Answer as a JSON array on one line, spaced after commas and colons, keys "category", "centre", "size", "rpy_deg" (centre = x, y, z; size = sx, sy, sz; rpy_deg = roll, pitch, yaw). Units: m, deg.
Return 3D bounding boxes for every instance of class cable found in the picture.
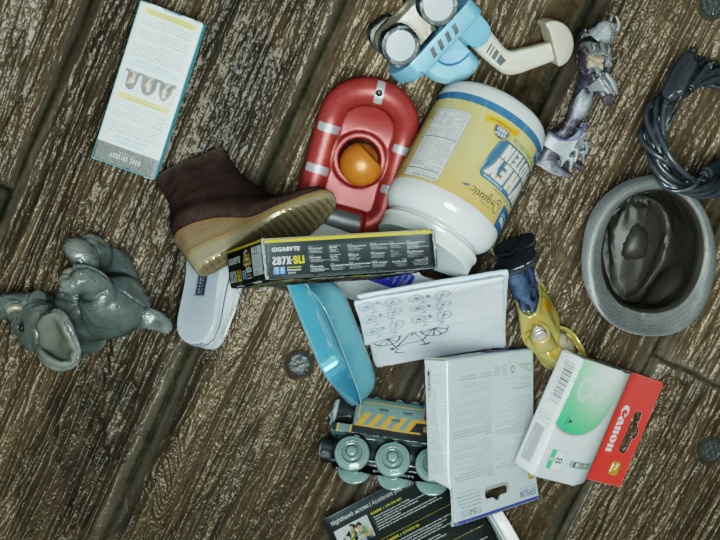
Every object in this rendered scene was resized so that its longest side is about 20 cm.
[{"category": "cable", "centre": [0.427, -0.170, 1.338], "size": [0.163, 0.051, 0.201], "rpy_deg": [39, 66, -22]}]

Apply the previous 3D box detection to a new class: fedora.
[{"category": "fedora", "centre": [0.359, -0.020, 1.366], "size": [0.175, 0.090, 0.202], "rpy_deg": [-1, 92, -5]}]

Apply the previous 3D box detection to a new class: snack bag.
[{"category": "snack bag", "centre": [0.092, 0.068, 1.334], "size": [0.187, 0.200, 0.022], "rpy_deg": [-10, 59, 1]}]

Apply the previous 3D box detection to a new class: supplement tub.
[{"category": "supplement tub", "centre": [0.120, -0.109, 1.284], "size": [0.144, 0.145, 0.201], "rpy_deg": [30, 78, -8]}]

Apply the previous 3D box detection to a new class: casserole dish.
[{"category": "casserole dish", "centre": [-0.034, 0.080, 1.341], "size": [0.039, 0.121, 0.201], "rpy_deg": [-31, 120, -18]}]

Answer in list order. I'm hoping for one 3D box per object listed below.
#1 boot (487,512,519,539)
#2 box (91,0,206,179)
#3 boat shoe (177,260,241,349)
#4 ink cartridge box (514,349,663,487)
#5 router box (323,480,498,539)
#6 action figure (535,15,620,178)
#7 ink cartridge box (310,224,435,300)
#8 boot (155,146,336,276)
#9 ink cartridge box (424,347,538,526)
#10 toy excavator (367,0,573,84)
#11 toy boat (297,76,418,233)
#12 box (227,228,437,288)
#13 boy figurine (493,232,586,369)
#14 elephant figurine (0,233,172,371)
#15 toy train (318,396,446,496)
[{"category": "boot", "centre": [0.185, 0.413, 1.443], "size": [0.090, 0.073, 0.201], "rpy_deg": [-25, 101, -4]}, {"category": "box", "centre": [-0.260, -0.221, 1.315], "size": [0.082, 0.049, 0.201], "rpy_deg": [19, 99, -6]}, {"category": "boat shoe", "centre": [-0.181, 0.001, 1.352], "size": [0.073, 0.065, 0.201], "rpy_deg": [12, 79, 23]}, {"category": "ink cartridge box", "centre": [0.312, 0.203, 1.383], "size": [0.199, 0.050, 0.162], "rpy_deg": [19, 96, -30]}, {"category": "router box", "centre": [0.070, 0.352, 1.402], "size": [0.199, 0.051, 0.150], "rpy_deg": [-27, 66, 2]}, {"category": "action figure", "centre": [0.278, -0.218, 1.314], "size": [0.069, 0.130, 0.201], "rpy_deg": [20, 115, 6]}, {"category": "ink cartridge box", "centre": [0.000, 0.000, 1.351], "size": [0.199, 0.037, 0.095], "rpy_deg": [20, 142, -5]}, {"category": "boot", "centre": [-0.144, -0.096, 1.298], "size": [0.199, 0.073, 0.167], "rpy_deg": [-24, 56, -2]}, {"category": "ink cartridge box", "centre": [0.154, 0.203, 1.343], "size": [0.040, 0.199, 0.202], "rpy_deg": [-3, 88, 41]}, {"category": "toy excavator", "centre": [0.136, -0.280, 1.315], "size": [0.194, 0.100, 0.200], "rpy_deg": [-45, 113, 7]}, {"category": "toy boat", "centre": [0.000, -0.136, 1.304], "size": [0.130, 0.131, 0.201], "rpy_deg": [14, 100, -6]}, {"category": "box", "centre": [-0.036, -0.012, 1.200], "size": [0.198, 0.160, 0.050], "rpy_deg": [-4, 85, -20]}, {"category": "boy figurine", "centre": [0.230, 0.056, 1.360], "size": [0.064, 0.125, 0.201], "rpy_deg": [-20, 118, 18]}, {"category": "elephant figurine", "centre": [-0.369, 0.061, 1.336], "size": [0.200, 0.156, 0.141], "rpy_deg": [-42, 143, 15]}, {"category": "toy train", "centre": [0.048, 0.222, 1.384], "size": [0.198, 0.085, 0.115], "rpy_deg": [7, 62, 8]}]
